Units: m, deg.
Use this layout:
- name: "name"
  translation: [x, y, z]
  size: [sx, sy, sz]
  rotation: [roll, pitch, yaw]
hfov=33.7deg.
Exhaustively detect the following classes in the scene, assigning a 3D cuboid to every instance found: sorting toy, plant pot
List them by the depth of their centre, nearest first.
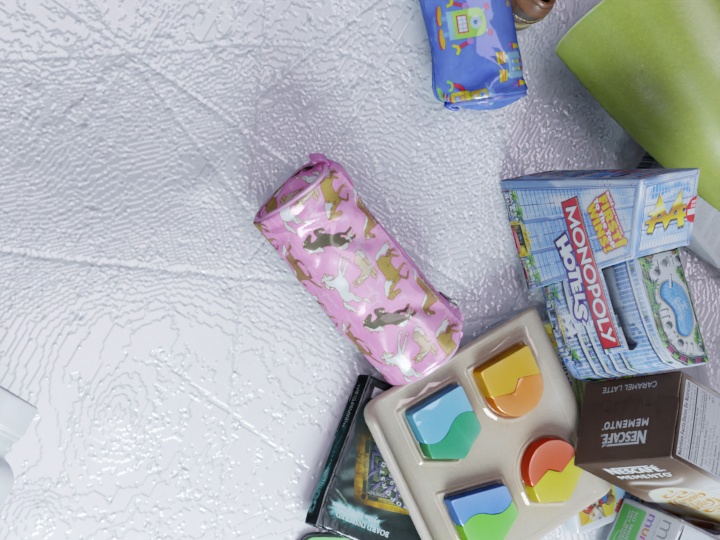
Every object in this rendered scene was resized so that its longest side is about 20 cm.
- name: "sorting toy"
  translation: [0.119, 0.155, 1.030]
  size: [0.199, 0.036, 0.186]
  rotation: [-29, 98, -24]
- name: "plant pot"
  translation: [0.302, -0.160, 1.034]
  size: [0.187, 0.187, 0.201]
  rotation: [-29, 84, -21]

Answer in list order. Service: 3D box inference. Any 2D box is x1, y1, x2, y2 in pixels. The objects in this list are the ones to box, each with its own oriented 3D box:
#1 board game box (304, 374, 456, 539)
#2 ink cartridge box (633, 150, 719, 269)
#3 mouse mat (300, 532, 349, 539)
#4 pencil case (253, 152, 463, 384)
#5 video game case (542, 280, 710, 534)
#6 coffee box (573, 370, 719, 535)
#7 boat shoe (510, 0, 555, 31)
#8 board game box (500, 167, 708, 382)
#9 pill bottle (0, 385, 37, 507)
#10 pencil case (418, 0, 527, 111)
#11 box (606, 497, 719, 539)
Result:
- name: "board game box"
  translation: [0.062, 0.191, 1.037]
  size: [0.199, 0.028, 0.136]
  rotation: [27, 76, -21]
- name: "ink cartridge box"
  translation: [0.360, -0.087, 1.176]
  size: [0.200, 0.050, 0.163]
  rotation: [43, 72, -36]
- name: "mouse mat"
  translation: [0.030, 0.311, 1.038]
  size: [0.199, 0.008, 0.162]
  rotation: [6, 87, -22]
- name: "pencil case"
  translation: [0.000, 0.000, 0.986]
  size: [0.200, 0.083, 0.087]
  rotation: [49, 58, -15]
- name: "video game case"
  translation: [0.256, 0.127, 1.130]
  size: [0.181, 0.023, 0.201]
  rotation: [-14, 96, -23]
- name: "coffee box"
  translation: [0.300, 0.167, 1.055]
  size: [0.199, 0.114, 0.080]
  rotation: [28, 63, -28]
- name: "boat shoe"
  translation: [0.139, -0.319, 1.055]
  size: [0.072, 0.067, 0.201]
  rotation: [-13, 95, -23]
- name: "board game box"
  translation: [0.214, -0.008, 0.999]
  size: [0.061, 0.200, 0.201]
  rotation: [-13, 85, -23]
- name: "pill bottle"
  translation: [-0.315, 0.163, 0.831]
  size: [0.112, 0.112, 0.201]
  rotation: [34, 76, -20]
- name: "pencil case"
  translation: [0.086, -0.236, 1.026]
  size: [0.086, 0.078, 0.201]
  rotation: [-13, 96, 2]
- name: "box"
  translation: [0.293, 0.341, 1.092]
  size: [0.176, 0.097, 0.201]
  rotation: [27, 84, -23]
